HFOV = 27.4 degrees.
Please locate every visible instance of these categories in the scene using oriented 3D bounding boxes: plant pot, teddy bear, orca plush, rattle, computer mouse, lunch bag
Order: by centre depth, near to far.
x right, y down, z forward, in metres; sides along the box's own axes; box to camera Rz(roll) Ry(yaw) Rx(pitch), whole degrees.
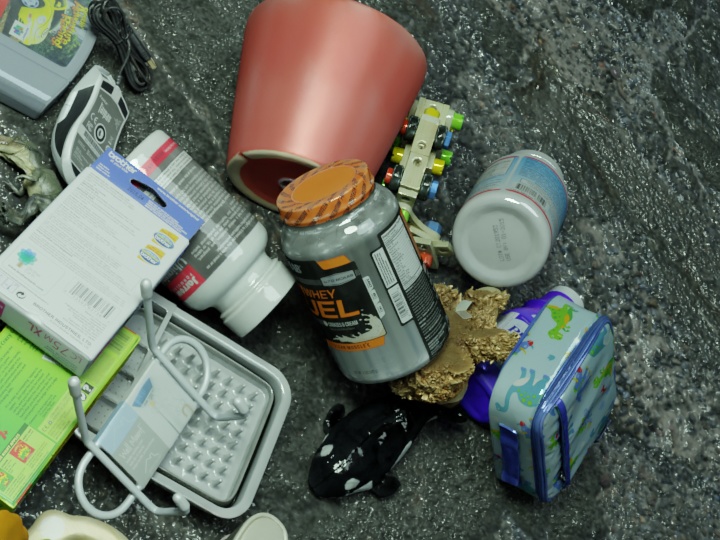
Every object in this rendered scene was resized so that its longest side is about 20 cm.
[{"bbox_3d":[-0.207,0.268,1.207,0.200,0.143,0.130,35,49,12],"label":"rattle"},{"bbox_3d":[-0.266,-0.164,1.464,0.110,0.044,0.200,60,39,-49],"label":"computer mouse"},{"bbox_3d":[0.036,0.167,1.490,0.200,0.071,0.105,-11,73,-37],"label":"orca plush"},{"bbox_3d":[0.198,0.138,1.525,0.082,0.200,0.161,26,61,25],"label":"lunch bag"},{"bbox_3d":[-0.048,-0.161,1.538,0.200,0.200,0.177,25,66,-21],"label":"plant pot"},{"bbox_3d":[0.096,0.078,1.540,0.145,0.067,0.200,-6,30,0],"label":"teddy bear"}]

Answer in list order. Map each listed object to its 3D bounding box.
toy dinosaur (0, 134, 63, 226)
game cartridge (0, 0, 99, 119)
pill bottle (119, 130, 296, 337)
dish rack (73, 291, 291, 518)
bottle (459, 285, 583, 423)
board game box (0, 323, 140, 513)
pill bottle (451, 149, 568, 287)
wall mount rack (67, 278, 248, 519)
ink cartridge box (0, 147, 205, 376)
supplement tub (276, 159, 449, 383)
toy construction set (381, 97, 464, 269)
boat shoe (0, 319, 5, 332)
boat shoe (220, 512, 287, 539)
[{"bbox_3d":[-0.299,-0.044,1.396,0.088,0.047,0.200,-34,91,-46],"label":"toy dinosaur"},{"bbox_3d":[-0.332,-0.254,1.487,0.133,0.041,0.200,30,54,-22],"label":"game cartridge"},{"bbox_3d":[-0.161,-0.032,1.436,0.200,0.111,0.111,43,51,-7],"label":"pill bottle"},{"bbox_3d":[-0.174,0.129,1.389,0.200,0.044,0.172,33,52,-16],"label":"dish rack"},{"bbox_3d":[0.178,0.085,1.628,0.200,0.065,0.084,-38,95,-40],"label":"bottle"},{"bbox_3d":[-0.288,0.109,1.272,0.102,0.048,0.200,35,53,-2],"label":"board game box"},{"bbox_3d":[0.173,-0.066,1.646,0.109,0.109,0.200,46,27,-5],"label":"pill bottle"},{"bbox_3d":[-0.187,0.114,1.292,0.174,0.075,0.200,52,49,-26],"label":"wall mount rack"},{"bbox_3d":[-0.238,-0.011,1.316,0.119,0.042,0.200,37,51,-2],"label":"ink cartridge box"},{"bbox_3d":[0.000,0.000,1.441,0.123,0.123,0.200,-46,122,-40],"label":"supplement tub"},{"bbox_3d":[0.064,-0.105,1.625,0.092,0.131,0.200,4,68,-6],"label":"toy construction set"},{"bbox_3d":[-0.355,-0.016,1.323,0.066,0.074,0.199,-2,72,-48],"label":"boat shoe"},{"bbox_3d":[-0.137,0.302,1.326,0.067,0.057,0.200,44,56,-3],"label":"boat shoe"}]
